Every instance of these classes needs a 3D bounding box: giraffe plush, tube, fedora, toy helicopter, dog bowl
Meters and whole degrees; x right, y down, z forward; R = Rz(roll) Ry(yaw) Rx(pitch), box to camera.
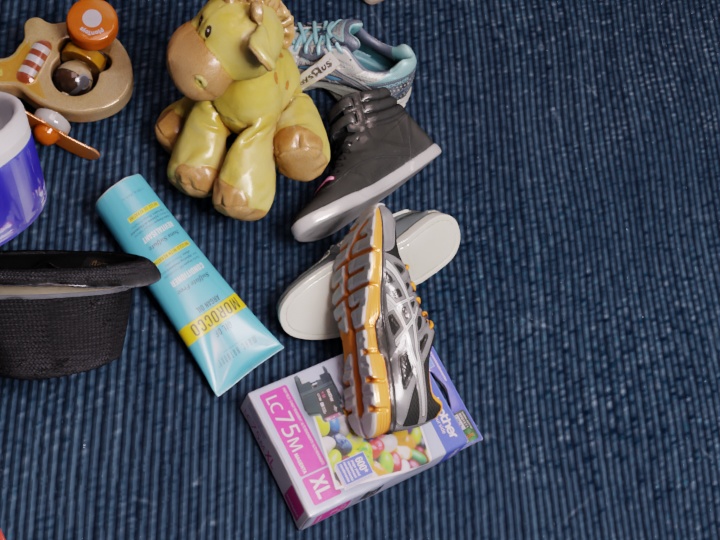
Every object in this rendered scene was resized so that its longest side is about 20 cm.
[{"bbox_3d":[-0.105,-0.171,1.145,0.171,0.163,0.201,30,71,24],"label":"giraffe plush"},{"bbox_3d":[-0.155,0.009,1.141,0.077,0.050,0.201,-35,83,-24],"label":"tube"},{"bbox_3d":[-0.258,0.036,1.040,0.198,0.200,0.093,-2,96,-21],"label":"fedora"},{"bbox_3d":[-0.304,-0.166,1.178,0.197,0.079,0.134,-4,72,-10],"label":"toy helicopter"},{"bbox_3d":[-0.351,-0.069,1.024,0.197,0.080,0.201,-9,27,5],"label":"dog bowl"}]

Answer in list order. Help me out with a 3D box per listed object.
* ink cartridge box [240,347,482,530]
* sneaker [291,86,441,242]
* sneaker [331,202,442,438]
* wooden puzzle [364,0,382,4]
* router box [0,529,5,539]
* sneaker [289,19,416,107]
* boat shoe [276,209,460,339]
[{"bbox_3d":[0.008,0.129,1.135,0.198,0.042,0.120,-20,71,-30],"label":"ink cartridge box"},{"bbox_3d":[-0.016,-0.104,1.229,0.199,0.071,0.100,-36,89,-39],"label":"sneaker"},{"bbox_3d":[0.024,0.042,1.118,0.076,0.078,0.203,3,77,-24],"label":"sneaker"},{"bbox_3d":[0.017,-0.401,1.433,0.184,0.037,0.201,-30,76,-31],"label":"wooden puzzle"},{"bbox_3d":[-0.307,0.290,0.888,0.198,0.049,0.180,-16,55,-33],"label":"router box"},{"bbox_3d":[-0.036,-0.220,1.283,0.197,0.087,0.079,14,57,-12],"label":"sneaker"},{"bbox_3d":[0.000,0.000,1.202,0.198,0.074,0.062,-30,31,-24],"label":"boat shoe"}]
